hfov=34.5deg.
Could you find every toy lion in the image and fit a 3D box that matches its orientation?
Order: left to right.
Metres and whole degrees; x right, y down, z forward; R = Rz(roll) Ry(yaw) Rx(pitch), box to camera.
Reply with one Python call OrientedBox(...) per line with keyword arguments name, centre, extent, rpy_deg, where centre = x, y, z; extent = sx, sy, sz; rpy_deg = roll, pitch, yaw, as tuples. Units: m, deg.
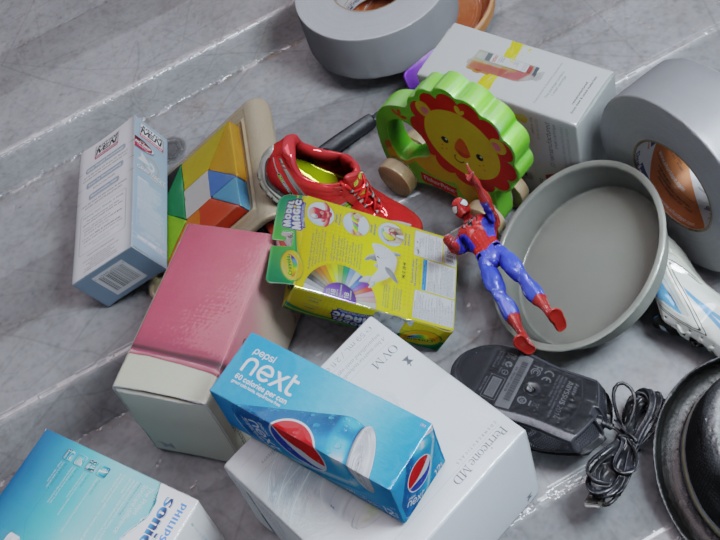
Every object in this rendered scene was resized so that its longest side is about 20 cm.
OrientedBox(name="toy lion", centre=(0.095, -0.135, 1.220), extent=(0.198, 0.193, 0.069), rpy_deg=(28, 65, 32))

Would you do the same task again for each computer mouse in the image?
OrientedBox(name="computer mouse", centre=(0.173, 0.138, 1.084), extent=(0.198, 0.053, 0.139), rpy_deg=(24, 50, 23))

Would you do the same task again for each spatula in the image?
OrientedBox(name="spatula", centre=(0.029, -0.189, 1.382), extent=(0.198, 0.057, 0.021), rpy_deg=(-35, 11, -2))

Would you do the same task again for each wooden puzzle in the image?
OrientedBox(name="wooden puzzle", centre=(-0.175, -0.084, 1.319), extent=(0.199, 0.037, 0.187), rpy_deg=(-33, 47, 24))

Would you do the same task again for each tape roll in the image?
OrientedBox(name="tape roll", centre=(0.021, -0.331, 1.429), extent=(0.196, 0.067, 0.203), rpy_deg=(-8, 52, 10))
OrientedBox(name="tape roll", centre=(0.322, -0.099, 1.112), extent=(0.066, 0.202, 0.200), rpy_deg=(-35, 52, -11))

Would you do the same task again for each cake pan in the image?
OrientedBox(name="cake pan", centre=(0.219, -0.010, 1.141), extent=(0.198, 0.037, 0.203), rpy_deg=(-25, 51, 35))

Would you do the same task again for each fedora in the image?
OrientedBox(name="fedora", centre=(0.334, 0.157, 0.968), extent=(0.197, 0.092, 0.204), rpy_deg=(-7, 68, 18))

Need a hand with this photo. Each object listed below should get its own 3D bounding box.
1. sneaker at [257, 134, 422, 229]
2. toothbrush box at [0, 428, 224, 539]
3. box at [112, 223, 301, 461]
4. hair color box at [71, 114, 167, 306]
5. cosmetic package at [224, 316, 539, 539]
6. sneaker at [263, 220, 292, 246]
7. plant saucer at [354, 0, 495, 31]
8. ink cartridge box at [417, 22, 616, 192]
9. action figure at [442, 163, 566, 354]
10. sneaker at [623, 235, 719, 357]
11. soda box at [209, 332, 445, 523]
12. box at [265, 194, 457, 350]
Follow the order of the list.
OrientedBox(name="sneaker", centre=(-0.013, -0.079, 1.230), extent=(0.197, 0.085, 0.078), rpy_deg=(25, 52, -18))
OrientedBox(name="toothbrush box", centre=(-0.253, 0.262, 1.098), extent=(0.197, 0.086, 0.148), rpy_deg=(16, 59, 27))
OrientedBox(name="box", centre=(-0.148, 0.073, 1.179), extent=(0.107, 0.129, 0.202), rpy_deg=(7, 57, 20))
OrientedBox(name="hair color box", centre=(-0.278, -0.071, 1.347), extent=(0.098, 0.060, 0.203), rpy_deg=(-29, 48, 25))
OrientedBox(name="cosmetic package", centre=(0.022, 0.188, 1.049), extent=(0.199, 0.124, 0.199), rpy_deg=(34, 70, 32))
OrientedBox(name="sneaker", centre=(-0.053, -0.060, 1.288), extent=(0.107, 0.068, 0.202), rpy_deg=(-32, 49, -4))
OrientedBox(name="plant saucer", centre=(0.074, -0.329, 1.473), extent=(0.196, 0.033, 0.203), rpy_deg=(-8, 52, 11))
OrientedBox(name="ink cartridge box", centre=(0.172, -0.164, 1.250), extent=(0.198, 0.146, 0.084), rpy_deg=(25, 65, 30))
OrientedBox(name="action figure", centre=(0.124, -0.021, 1.140), extent=(0.065, 0.099, 0.201), rpy_deg=(-35, 43, 7))
OrientedBox(name="sneaker", centre=(0.328, 0.050, 1.103), extent=(0.073, 0.071, 0.201), rpy_deg=(-50, 57, 16))
OrientedBox(name="soda box", centre=(-0.030, 0.131, 0.987), extent=(0.198, 0.065, 0.068), rpy_deg=(23, 63, 31))
OrientedBox(name="box", centre=(0.000, 0.000, 1.181), extent=(0.197, 0.049, 0.119), rpy_deg=(18, 53, -14))
